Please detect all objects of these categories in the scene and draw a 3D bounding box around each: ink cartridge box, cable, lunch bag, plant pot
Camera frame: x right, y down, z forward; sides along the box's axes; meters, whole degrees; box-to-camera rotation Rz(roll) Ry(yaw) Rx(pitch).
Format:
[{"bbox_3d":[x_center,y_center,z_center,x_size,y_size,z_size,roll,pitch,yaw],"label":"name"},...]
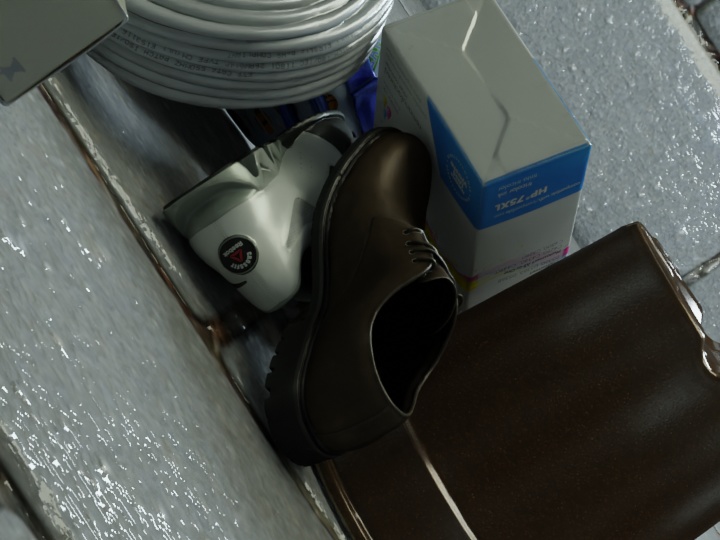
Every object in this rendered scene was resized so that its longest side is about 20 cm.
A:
[{"bbox_3d":[0.060,-0.042,1.206,0.116,0.067,0.200,59,-19,29],"label":"ink cartridge box"},{"bbox_3d":[-0.079,-0.168,1.157,0.200,0.069,0.200,-26,59,-39],"label":"cable"},{"bbox_3d":[-0.035,-0.118,1.313,0.160,0.075,0.200,46,-12,36],"label":"lunch bag"},{"bbox_3d":[0.103,0.090,1.135,0.201,0.198,0.200,55,9,-14],"label":"plant pot"}]

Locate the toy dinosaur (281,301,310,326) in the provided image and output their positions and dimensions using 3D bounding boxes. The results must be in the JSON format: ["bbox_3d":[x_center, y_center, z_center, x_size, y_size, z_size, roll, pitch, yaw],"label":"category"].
[{"bbox_3d":[0.000,0.000,1.280,0.103,0.077,0.200,61,11,-18],"label":"toy dinosaur"}]

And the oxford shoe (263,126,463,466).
[{"bbox_3d":[0.018,0.006,1.082,0.073,0.084,0.201,46,41,-37],"label":"oxford shoe"}]

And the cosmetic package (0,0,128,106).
[{"bbox_3d":[-0.167,-0.171,0.998,0.105,0.071,0.200,51,11,-32],"label":"cosmetic package"}]

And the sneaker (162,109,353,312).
[{"bbox_3d":[-0.038,-0.026,1.164,0.089,0.074,0.200,55,24,-4],"label":"sneaker"}]
